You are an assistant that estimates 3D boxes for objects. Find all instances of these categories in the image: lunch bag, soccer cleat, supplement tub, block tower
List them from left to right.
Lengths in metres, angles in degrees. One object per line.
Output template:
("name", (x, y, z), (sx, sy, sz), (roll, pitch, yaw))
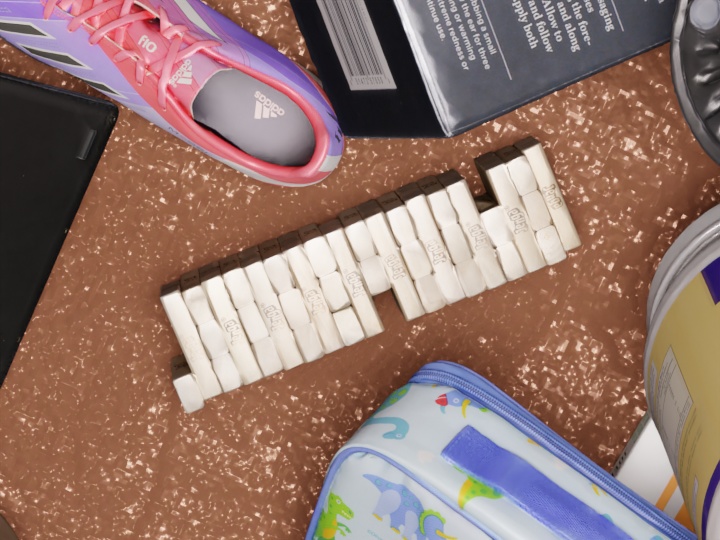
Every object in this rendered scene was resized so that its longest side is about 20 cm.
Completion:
("soccer cleat", (-0.094, -0.101, 1.202), (0.199, 0.073, 0.068), (31, 96, -8))
("block tower", (0.000, 0.000, 1.234), (0.199, 0.054, 0.058), (-23, 99, -1))
("lunch bag", (0.074, 0.143, 1.188), (0.200, 0.161, 0.082), (35, 55, 14))
("supplement tub", (0.200, 0.063, 1.127), (0.145, 0.200, 0.146), (-3, 119, -5))

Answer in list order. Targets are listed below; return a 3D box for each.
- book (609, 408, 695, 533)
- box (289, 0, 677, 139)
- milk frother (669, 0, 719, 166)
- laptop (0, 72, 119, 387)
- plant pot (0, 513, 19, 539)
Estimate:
("book", (0.178, 0.128, 1.273), (0.133, 0.048, 0.201), (29, 96, -2))
("box", (0.082, -0.142, 1.148), (0.199, 0.148, 0.107), (-24, 99, -15))
("milk frother", (0.241, -0.040, 1.052), (0.180, 0.188, 0.201), (6, 93, 38))
("laptop", (-0.248, -0.038, 1.216), (0.199, 0.116, 0.188), (13, 112, -34))
("plant pot", (-0.244, 0.193, 1.171), (0.199, 0.175, 0.201), (0, 107, -1))
